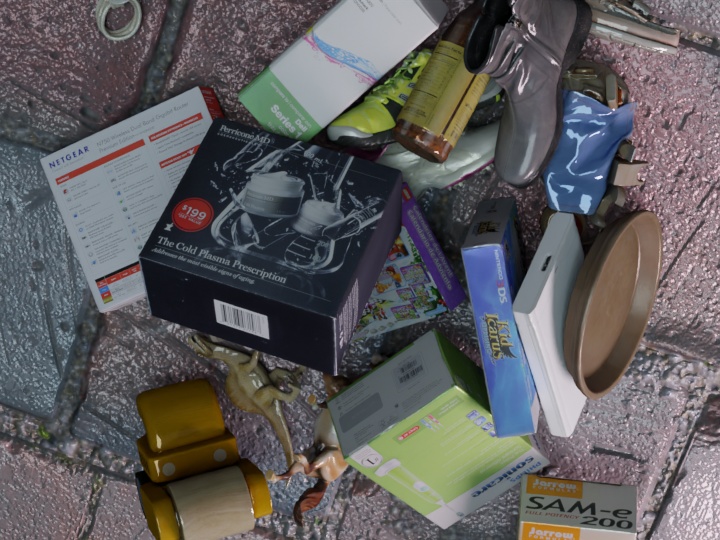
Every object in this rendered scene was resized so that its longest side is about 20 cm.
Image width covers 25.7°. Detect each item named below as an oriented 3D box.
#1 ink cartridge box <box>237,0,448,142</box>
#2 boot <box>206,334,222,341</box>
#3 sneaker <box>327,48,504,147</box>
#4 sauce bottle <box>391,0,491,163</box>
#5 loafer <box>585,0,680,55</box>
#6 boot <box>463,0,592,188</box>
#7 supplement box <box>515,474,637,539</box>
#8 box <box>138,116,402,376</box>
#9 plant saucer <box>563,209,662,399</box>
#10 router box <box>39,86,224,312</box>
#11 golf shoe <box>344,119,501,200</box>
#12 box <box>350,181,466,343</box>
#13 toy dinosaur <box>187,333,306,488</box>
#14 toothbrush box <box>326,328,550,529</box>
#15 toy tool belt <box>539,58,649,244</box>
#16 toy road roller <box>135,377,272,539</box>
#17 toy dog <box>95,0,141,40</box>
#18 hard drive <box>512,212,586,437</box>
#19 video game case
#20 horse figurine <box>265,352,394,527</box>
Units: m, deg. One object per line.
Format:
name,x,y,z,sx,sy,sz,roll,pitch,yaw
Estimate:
ink cartridge box,-0.014,-0.221,1.580,0.200,0.145,0.084,-39,98,16
boot,-0.090,0.027,1.646,0.153,0.204,0.074,-6,79,3
sneaker,0.049,-0.180,1.591,0.199,0.075,0.077,-25,109,-23
sauce bottle,0.102,-0.203,1.537,0.066,0.066,0.201,30,83,-2
loafer,0.228,-0.269,1.576,0.199,0.072,0.063,17,98,6
boot,0.141,-0.182,1.503,0.070,0.131,0.201,19,99,40
supplement box,0.229,0.320,1.711,0.125,0.074,0.201,4,129,7
box,-0.082,-0.026,1.507,0.199,0.183,0.104,17,146,12
plant saucer,0.256,0.033,1.603,0.029,0.200,0.201,18,110,28
router box,-0.217,-0.075,1.679,0.199,0.049,0.180,-22,88,14
golf shoe,0.071,-0.123,1.637,0.199,0.075,0.092,-26,98,13
box,0.000,0.000,1.654,0.199,0.039,0.137,-18,105,42
toy dinosaur,-0.104,0.133,1.755,0.101,0.058,0.200,-36,92,31
toothbrush box,0.083,0.171,1.665,0.145,0.086,0.200,-35,134,16
toy tool belt,0.223,-0.108,1.583,0.124,0.123,0.201,4,107,-8
toy road roller,-0.183,0.202,1.703,0.122,0.200,0.147,-14,101,-15
toy dog,-0.225,-0.322,1.604,0.199,0.096,0.132,-28,101,14
hard drive,0.205,0.057,1.599,0.026,0.132,0.200,8,142,28
video game case,0.150,0.044,1.617,0.045,0.181,0.201,-8,106,11
horse figurine,-0.035,0.173,1.696,0.050,0.132,0.201,17,90,31
